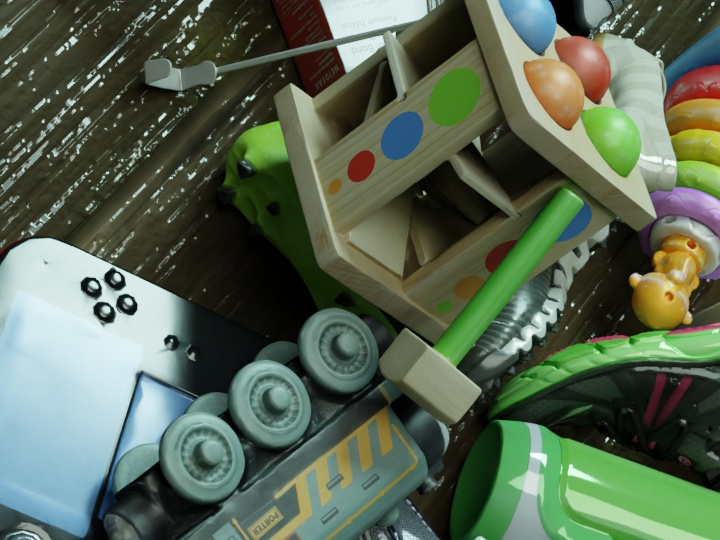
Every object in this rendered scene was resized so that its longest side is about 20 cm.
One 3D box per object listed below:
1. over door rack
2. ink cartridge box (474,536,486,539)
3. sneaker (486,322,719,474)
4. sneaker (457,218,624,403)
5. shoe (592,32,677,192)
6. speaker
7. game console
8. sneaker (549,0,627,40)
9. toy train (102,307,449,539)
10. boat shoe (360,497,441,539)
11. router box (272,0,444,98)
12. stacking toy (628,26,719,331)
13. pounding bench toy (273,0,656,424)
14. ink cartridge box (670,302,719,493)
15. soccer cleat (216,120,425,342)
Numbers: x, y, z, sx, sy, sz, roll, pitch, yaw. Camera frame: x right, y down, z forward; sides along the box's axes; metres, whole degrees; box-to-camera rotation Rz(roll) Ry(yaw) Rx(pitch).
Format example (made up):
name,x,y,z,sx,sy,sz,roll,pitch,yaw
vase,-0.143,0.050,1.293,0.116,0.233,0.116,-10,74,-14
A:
name,x,y,z,sx,sy,sz,roll,pitch,yaw
over door rack,-0.025,-0.186,1.391,0.067,0.199,0.149,27,56,-71
ink cartridge box,0.088,0.252,1.227,0.200,0.084,0.145,39,81,10
sneaker,0.170,0.076,1.400,0.198,0.077,0.084,-7,89,8
sneaker,0.081,-0.004,1.429,0.090,0.067,0.200,39,47,-2
shoe,0.157,-0.088,1.460,0.053,0.070,0.200,1,24,5
speaker,0.154,0.151,1.386,0.199,0.088,0.089,20,62,-12
game console,-0.131,0.091,1.277,0.176,0.031,0.201,23,55,-12
sneaker,0.082,-0.215,1.448,0.200,0.078,0.140,44,55,-7
toy train,-0.039,0.104,1.260,0.200,0.085,0.114,-37,92,-37
boat shoe,0.069,0.178,1.323,0.201,0.092,0.075,57,25,-3
router box,0.031,-0.206,1.493,0.199,0.049,0.181,-15,78,-33
stacking toy,0.208,-0.037,1.483,0.116,0.110,0.201,36,54,-9
pounding bench toy,0.069,-0.037,1.285,0.124,0.156,0.201,34,30,-43
ink cartridge box,0.285,0.104,1.490,0.145,0.084,0.201,-14,78,-32
soccer cleat,0.000,0.000,1.385,0.081,0.067,0.201,-29,84,-39
